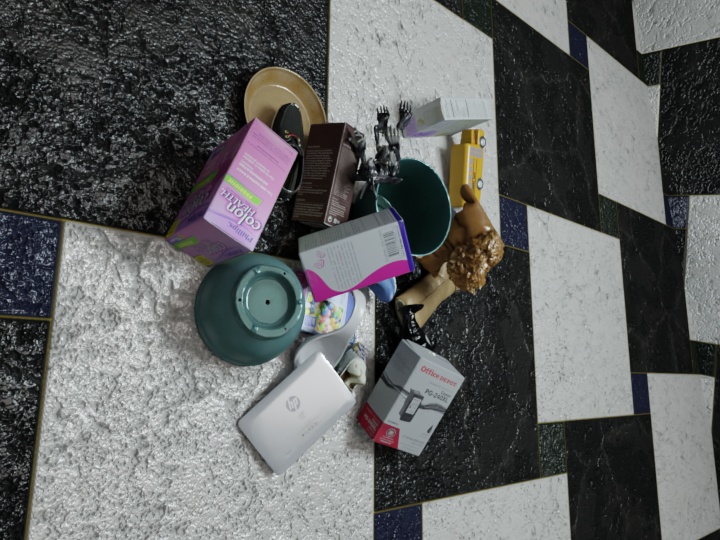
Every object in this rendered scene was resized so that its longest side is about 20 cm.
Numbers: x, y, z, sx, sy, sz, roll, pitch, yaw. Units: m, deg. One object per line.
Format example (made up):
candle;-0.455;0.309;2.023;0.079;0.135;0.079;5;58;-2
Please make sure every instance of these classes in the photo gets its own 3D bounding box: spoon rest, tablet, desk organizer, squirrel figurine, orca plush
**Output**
spoon rest;-0.055;0.129;1.024;0.098;0.061;0.202;29;99;-37
tablet;-0.115;0.264;0.982;0.199;0.014;0.131;-40;100;-19
desk organizer;0.148;-0.164;1.277;0.200;0.076;0.073;43;43;-26
squirrel figurine;0.216;-0.049;1.179;0.142;0.184;0.203;44;19;-46
orca plush;0.143;0.173;1.190;0.103;0.071;0.205;-13;114;-23

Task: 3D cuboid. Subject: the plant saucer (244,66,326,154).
plant saucer;-0.157;-0.310;1.082;0.197;0.035;0.206;8;77;-39

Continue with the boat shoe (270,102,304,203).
boat shoe;-0.138;-0.235;1.024;0.072;0.063;0.207;16;71;-34

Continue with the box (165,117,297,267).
box;-0.222;-0.128;0.902;0.096;0.174;0.204;34;63;-30

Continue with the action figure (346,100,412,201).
action figure;0.035;-0.239;1.018;0.103;0.116;0.204;59;42;-52

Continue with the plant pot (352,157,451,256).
plant pot;0.074;-0.125;1.153;0.196;0.160;0.206;3;83;-31

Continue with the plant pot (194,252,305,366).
plant pot;-0.175;0.060;0.912;0.196;0.133;0.206;6;77;-28

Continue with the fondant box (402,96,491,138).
fondant box;0.218;-0.389;1.343;0.197;0.143;0.060;-14;92;-40

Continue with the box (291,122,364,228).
box;-0.066;-0.188;1.064;0.074;0.098;0.205;14;87;-51

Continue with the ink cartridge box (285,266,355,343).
ink cartridge box;-0.072;0.076;1.084;0.197;0.041;0.123;19;71;-38

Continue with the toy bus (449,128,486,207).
toy bus;0.282;-0.271;1.401;0.077;0.064;0.206;-2;97;-38

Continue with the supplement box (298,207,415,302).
supplement box;-0.011;-0.031;0.990;0.195;0.104;0.103;-18;112;-2

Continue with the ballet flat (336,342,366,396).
ballet flat;-0.027;0.233;1.073;0.073;0.071;0.201;52;54;-20

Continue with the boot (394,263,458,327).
boot;0.151;0.026;1.265;0.199;0.065;0.178;-35;103;-37

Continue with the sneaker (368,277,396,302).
sneaker;0.000;0.000;1.116;0.201;0.078;0.090;49;48;-22

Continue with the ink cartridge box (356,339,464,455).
ink cartridge box;0.107;0.269;1.117;0.144;0.083;0.203;27;96;-32
